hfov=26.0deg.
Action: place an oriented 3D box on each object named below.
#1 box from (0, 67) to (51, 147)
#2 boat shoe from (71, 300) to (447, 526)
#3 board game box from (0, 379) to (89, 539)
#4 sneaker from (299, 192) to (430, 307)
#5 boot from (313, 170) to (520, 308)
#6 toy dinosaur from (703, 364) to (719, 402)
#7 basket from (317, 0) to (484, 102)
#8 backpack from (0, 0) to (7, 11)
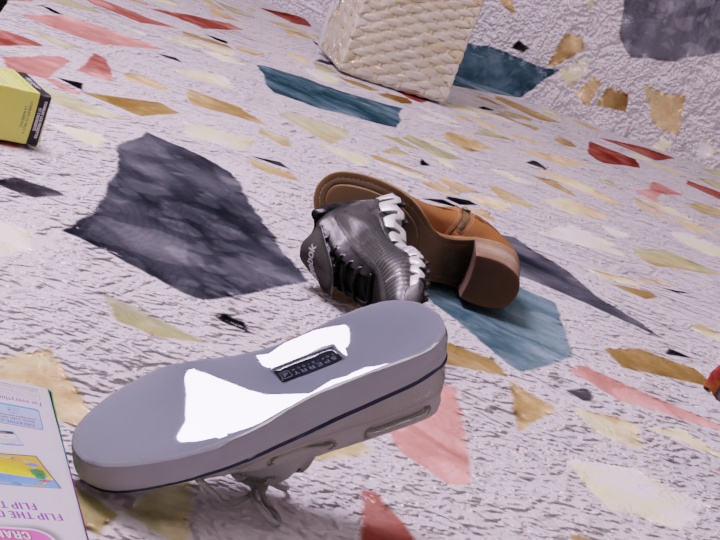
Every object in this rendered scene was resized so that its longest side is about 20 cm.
[{"bbox_3d":[-0.360,-0.151,1.275,0.199,0.050,0.075,10,18,-37],"label":"box"},{"bbox_3d":[-0.046,0.085,0.798,0.201,0.087,0.075,-20,37,-22],"label":"boat shoe"},{"bbox_3d":[-0.193,0.092,0.634,0.152,0.041,0.200,14,16,-22],"label":"board game box"},{"bbox_3d":[0.000,0.000,1.188,0.090,0.067,0.200,0,27,-8],"label":"sneaker"},{"bbox_3d":[0.047,-0.037,1.366,0.199,0.074,0.155,30,14,-10],"label":"boot"},{"bbox_3d":[0.335,0.108,1.084,0.182,0.200,0.105,50,-5,-8],"label":"toy dinosaur"},{"bbox_3d":[0.062,-0.387,2.399,0.199,0.199,0.161,16,17,-16],"label":"basket"},{"bbox_3d":[-0.454,-0.265,1.424,0.200,0.154,0.163,43,19,2],"label":"backpack"}]
